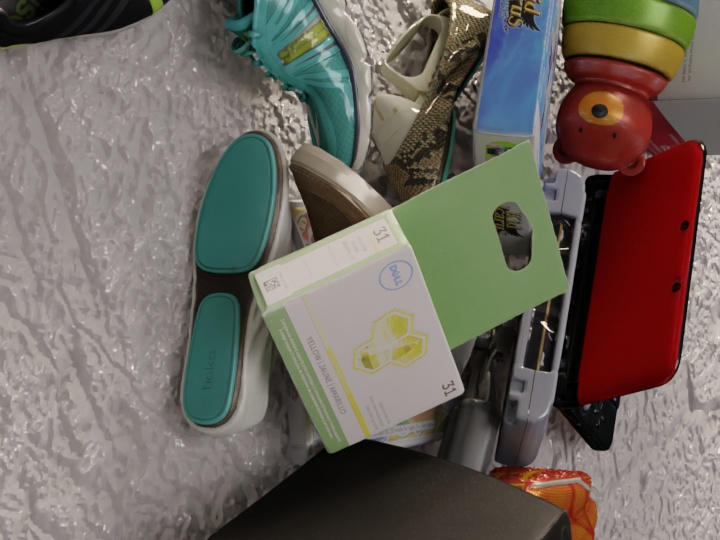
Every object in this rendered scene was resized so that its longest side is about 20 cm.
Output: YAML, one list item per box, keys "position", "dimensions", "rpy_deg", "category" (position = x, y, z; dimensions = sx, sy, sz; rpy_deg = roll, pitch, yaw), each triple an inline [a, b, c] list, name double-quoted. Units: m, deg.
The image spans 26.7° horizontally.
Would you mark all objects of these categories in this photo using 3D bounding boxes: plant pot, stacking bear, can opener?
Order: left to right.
- position: [0.036, 0.230, 0.954]
  dimensions: [0.199, 0.176, 0.202]
  rpy_deg: [-30, 114, -60]
  category: "plant pot"
- position: [0.071, 0.110, 1.111]
  dimensions: [0.066, 0.053, 0.202]
  rpy_deg: [14, 74, -6]
  category: "can opener"
- position: [0.204, -0.177, 1.180]
  dimensions: [0.114, 0.120, 0.202]
  rpy_deg: [28, 75, -80]
  category: "stacking bear"

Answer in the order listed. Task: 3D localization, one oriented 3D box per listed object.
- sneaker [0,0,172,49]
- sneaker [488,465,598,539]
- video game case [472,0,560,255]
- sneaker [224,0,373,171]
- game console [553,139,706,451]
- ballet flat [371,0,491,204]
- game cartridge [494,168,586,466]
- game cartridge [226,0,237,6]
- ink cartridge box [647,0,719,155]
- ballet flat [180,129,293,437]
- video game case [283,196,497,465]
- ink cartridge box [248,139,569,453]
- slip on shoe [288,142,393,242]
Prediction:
- position: [-0.166, -0.173, 0.911]
  dimensions: [0.199, 0.082, 0.072]
  rpy_deg: [-30, 106, -37]
  category: "sneaker"
- position: [0.142, 0.188, 1.137]
  dimensions: [0.200, 0.072, 0.078]
  rpy_deg: [36, 59, -61]
  category: "sneaker"
- position: [0.118, -0.141, 1.113]
  dimensions: [0.182, 0.045, 0.202]
  rpy_deg: [80, 19, -65]
  category: "video game case"
- position: [-0.050, -0.155, 1.002]
  dimensions: [0.079, 0.077, 0.202]
  rpy_deg: [-26, 103, -24]
  category: "sneaker"
- position: [0.226, 0.025, 1.195]
  dimensions: [0.172, 0.118, 0.202]
  rpy_deg: [46, 51, -52]
  category: "game console"
- position: [0.045, -0.128, 1.124]
  dimensions: [0.075, 0.068, 0.201]
  rpy_deg: [28, 58, -11]
  category: "ballet flat"
- position: [0.136, 0.041, 1.151]
  dimensions: [0.040, 0.134, 0.202]
  rpy_deg: [12, 67, 2]
  category: "game cartridge"
- position: [-0.066, -0.280, 1.049]
  dimensions: [0.133, 0.041, 0.202]
  rpy_deg: [24, 71, -43]
  category: "game cartridge"
- position: [0.325, -0.185, 1.264]
  dimensions: [0.144, 0.198, 0.147]
  rpy_deg: [30, 65, -57]
  category: "ink cartridge box"
- position: [-0.076, 0.011, 1.004]
  dimensions: [0.069, 0.069, 0.202]
  rpy_deg: [15, 79, -40]
  category: "ballet flat"
- position: [0.023, 0.038, 1.111]
  dimensions: [0.199, 0.023, 0.184]
  rpy_deg: [-4, 89, -42]
  category: "video game case"
- position: [0.042, 0.021, 0.983]
  dimensions: [0.198, 0.048, 0.146]
  rpy_deg: [-24, 133, -2]
  category: "ink cartridge box"
- position: [0.000, 0.000, 1.022]
  dimensions: [0.061, 0.076, 0.201]
  rpy_deg: [-47, 137, -15]
  category: "slip on shoe"
